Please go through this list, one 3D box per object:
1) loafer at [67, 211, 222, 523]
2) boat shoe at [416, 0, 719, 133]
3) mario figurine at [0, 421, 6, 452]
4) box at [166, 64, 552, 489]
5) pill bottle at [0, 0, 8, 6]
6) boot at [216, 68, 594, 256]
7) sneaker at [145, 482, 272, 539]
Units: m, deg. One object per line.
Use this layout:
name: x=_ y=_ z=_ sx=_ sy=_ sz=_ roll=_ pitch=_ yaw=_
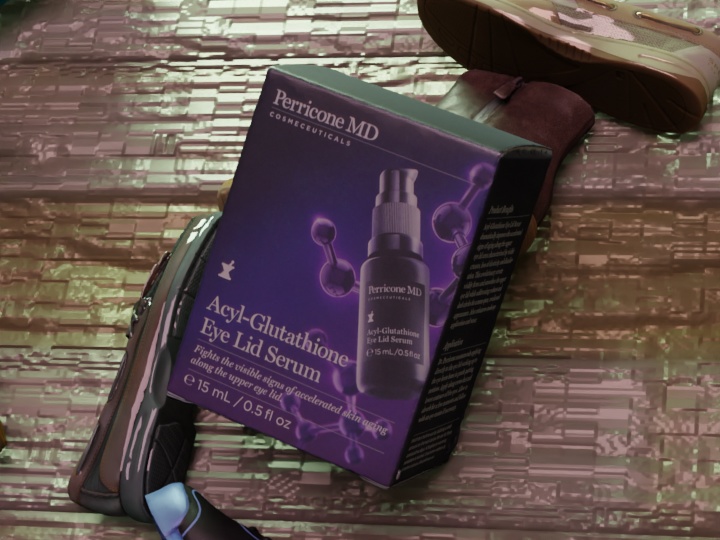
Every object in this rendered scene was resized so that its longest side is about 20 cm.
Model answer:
loafer: x=-0.126 y=0.052 z=1.227 sx=0.063 sy=0.072 sz=0.200 roll=3 pitch=63 yaw=24
boat shoe: x=0.133 y=-0.149 z=1.290 sx=0.200 sy=0.072 sz=0.065 roll=20 pitch=57 yaw=20
mario figurine: x=-0.317 y=0.114 z=1.241 sx=0.200 sy=0.123 sz=0.106 roll=-19 pitch=100 yaw=-8
box: x=0.000 y=0.000 z=1.150 sx=0.148 sy=0.104 sz=0.200 roll=20 pitch=101 yaw=19
pill bottle: x=-0.250 y=-0.247 z=1.406 sx=0.200 sy=0.111 sz=0.111 roll=-37 pitch=59 yaw=-10
boot: x=0.029 y=-0.063 z=1.275 sx=0.200 sy=0.072 sz=0.166 roll=14 pitch=50 yaw=24
sneaker: x=-0.041 y=0.186 z=1.131 sx=0.078 sy=0.070 sz=0.200 roll=-33 pitch=65 yaw=-13
